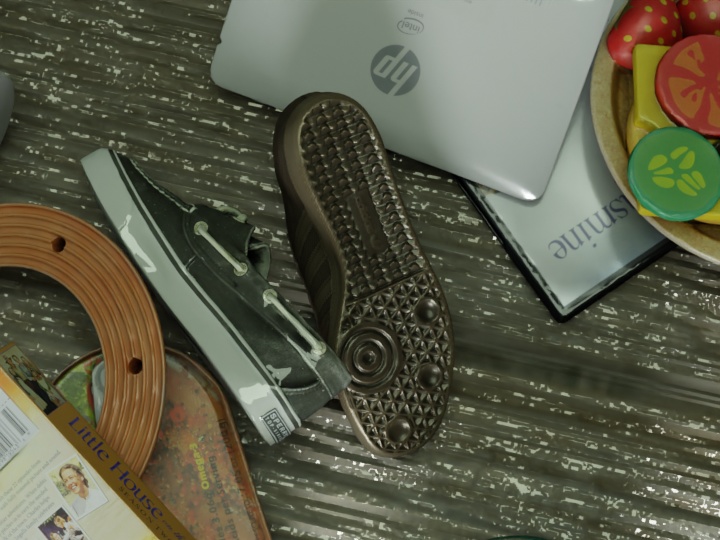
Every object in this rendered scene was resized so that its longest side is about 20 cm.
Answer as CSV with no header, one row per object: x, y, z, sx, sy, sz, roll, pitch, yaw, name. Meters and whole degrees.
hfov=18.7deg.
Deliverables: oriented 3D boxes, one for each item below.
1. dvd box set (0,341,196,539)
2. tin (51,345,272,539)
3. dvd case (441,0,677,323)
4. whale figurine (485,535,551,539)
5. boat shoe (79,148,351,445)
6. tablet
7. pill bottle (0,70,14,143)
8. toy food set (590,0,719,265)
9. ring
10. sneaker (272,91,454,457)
-0.157,0.155,1.099,0.200,0.029,0.146,46,114,1,dvd box set
-0.108,0.137,1.161,0.112,0.042,0.201,-16,76,-8,tin
0.112,-0.089,1.228,0.142,0.018,0.200,-33,78,-9,dvd case
0.058,0.223,1.121,0.200,0.104,0.159,-43,79,15,whale figurine
-0.078,0.002,1.169,0.064,0.071,0.200,-35,67,-7,boat shoe
0.027,-0.130,1.198,0.199,0.014,0.131,21,102,6,tablet
-0.297,-0.114,1.185,0.200,0.116,0.116,30,78,8,pill bottle
0.225,-0.088,1.197,0.199,0.049,0.199,4,69,-8,toy food set
-0.190,0.063,1.157,0.200,0.019,0.201,-4,79,21,ring
0.000,0.000,1.187,0.070,0.076,0.201,-13,97,-15,sneaker
